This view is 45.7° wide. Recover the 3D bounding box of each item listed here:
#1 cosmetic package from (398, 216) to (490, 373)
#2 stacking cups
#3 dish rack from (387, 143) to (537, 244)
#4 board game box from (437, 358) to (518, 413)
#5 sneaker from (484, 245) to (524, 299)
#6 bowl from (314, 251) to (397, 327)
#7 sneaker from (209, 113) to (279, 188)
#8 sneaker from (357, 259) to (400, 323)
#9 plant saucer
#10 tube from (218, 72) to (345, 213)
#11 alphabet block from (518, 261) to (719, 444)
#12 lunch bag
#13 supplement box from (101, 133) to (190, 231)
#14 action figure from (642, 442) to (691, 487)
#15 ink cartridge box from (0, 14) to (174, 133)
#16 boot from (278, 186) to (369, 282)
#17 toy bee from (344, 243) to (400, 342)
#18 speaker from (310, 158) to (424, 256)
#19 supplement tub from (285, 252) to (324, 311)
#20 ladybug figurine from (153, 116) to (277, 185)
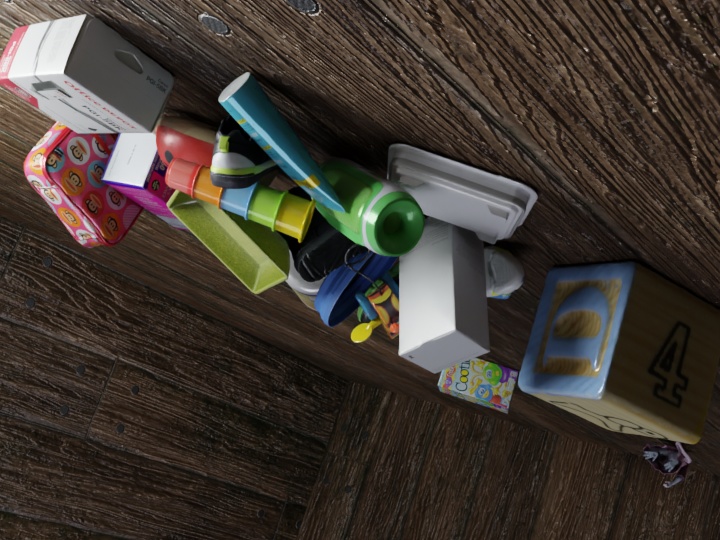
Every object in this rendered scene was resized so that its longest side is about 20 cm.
[{"bbox_3d":[0.115,0.027,1.205,0.106,0.204,0.084,-25,140,37],"label":"cosmetic package"},{"bbox_3d":[-0.158,-0.102,1.129,0.196,0.062,0.061,22,168,3],"label":"stacking cups"},{"bbox_3d":[0.122,-0.092,1.115,0.196,0.044,0.172,20,168,5],"label":"dish rack"},{"bbox_3d":[0.318,0.300,2.309,0.196,0.107,0.103,16,167,14],"label":"board game box"},{"bbox_3d":[0.218,0.007,1.345,0.103,0.078,0.199,12,179,-25],"label":"sneaker"},{"bbox_3d":[0.000,0.000,1.359,0.039,0.201,0.201,39,172,13],"label":"bowl"},{"bbox_3d":[-0.142,-0.167,1.100,0.070,0.085,0.201,4,-159,5],"label":"sneaker"},{"bbox_3d":[0.072,0.031,1.379,0.084,0.199,0.077,52,-156,5],"label":"sneaker"},{"bbox_3d":[-0.188,-0.061,1.266,0.200,0.048,0.199,46,159,-9],"label":"plant saucer"},{"bbox_3d":[-0.091,-0.149,1.048,0.201,0.050,0.077,49,174,-26],"label":"tube"},{"bbox_3d":[0.379,0.119,1.244,0.197,0.200,0.194,25,168,-24],"label":"alphabet block"},{"bbox_3d":[-0.441,-0.158,1.415,0.080,0.178,0.202,-1,136,34],"label":"lunch bag"},{"bbox_3d":[-0.318,-0.148,1.433,0.101,0.103,0.200,12,166,30],"label":"supplement box"},{"bbox_3d":[0.913,0.541,2.490,0.198,0.136,0.149,15,131,-43],"label":"action figure"},{"bbox_3d":[-0.362,-0.250,1.116,0.197,0.084,0.146,9,162,44],"label":"ink cartridge box"},{"bbox_3d":[-0.038,-0.087,1.275,0.077,0.198,0.169,59,178,-41],"label":"boot"},{"bbox_3d":[0.034,0.061,1.261,0.199,0.131,0.109,24,-155,-53],"label":"toy bee"},{"bbox_3d":[0.003,-0.086,1.110,0.088,0.090,0.200,28,-175,-34],"label":"speaker"},{"bbox_3d":[-0.062,-0.007,1.522,0.141,0.147,0.200,17,167,12],"label":"supplement tub"},{"bbox_3d":[-0.223,-0.165,1.278,0.196,0.073,0.136,22,168,-8],"label":"ladybug figurine"}]
